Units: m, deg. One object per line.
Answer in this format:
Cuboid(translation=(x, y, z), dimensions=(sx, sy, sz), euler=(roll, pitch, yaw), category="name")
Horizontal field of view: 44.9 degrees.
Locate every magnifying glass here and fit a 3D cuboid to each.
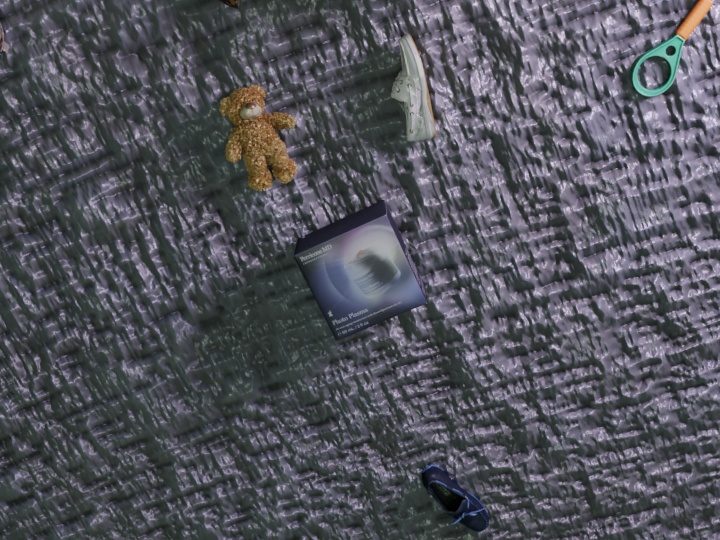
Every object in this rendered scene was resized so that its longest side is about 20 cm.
Cuboid(translation=(0.578, -0.413, 1.610), dimensions=(0.079, 0.022, 0.200), euler=(31, 106, -10), category="magnifying glass")

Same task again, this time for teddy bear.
Cuboid(translation=(-0.191, -0.248, 1.650), dimensions=(0.144, 0.067, 0.201), euler=(-2, 110, -1), category="teddy bear")

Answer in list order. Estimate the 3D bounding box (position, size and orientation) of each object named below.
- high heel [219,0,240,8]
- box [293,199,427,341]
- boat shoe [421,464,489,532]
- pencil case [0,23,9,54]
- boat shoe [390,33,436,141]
Cuboid(translation=(-0.199, -0.566, 1.532), dimensions=(0.200, 0.071, 0.143), euler=(-28, 101, 27), category="high heel")
Cuboid(translation=(0.000, 0.000, 1.706), dimensions=(0.200, 0.123, 0.199), euler=(-24, 106, 8), category="box")
Cuboid(translation=(0.203, 0.516, 1.910), dimensions=(0.200, 0.069, 0.084), euler=(39, 105, -12), category="boat shoe")
Cuboid(translation=(-0.754, -0.415, 1.591), dimensions=(0.199, 0.078, 0.090), euler=(-10, 137, 4), category="pencil case")
Cuboid(translation=(0.089, -0.334, 1.615), dimensions=(0.069, 0.071, 0.201), euler=(-13, 110, 3), category="boat shoe")
